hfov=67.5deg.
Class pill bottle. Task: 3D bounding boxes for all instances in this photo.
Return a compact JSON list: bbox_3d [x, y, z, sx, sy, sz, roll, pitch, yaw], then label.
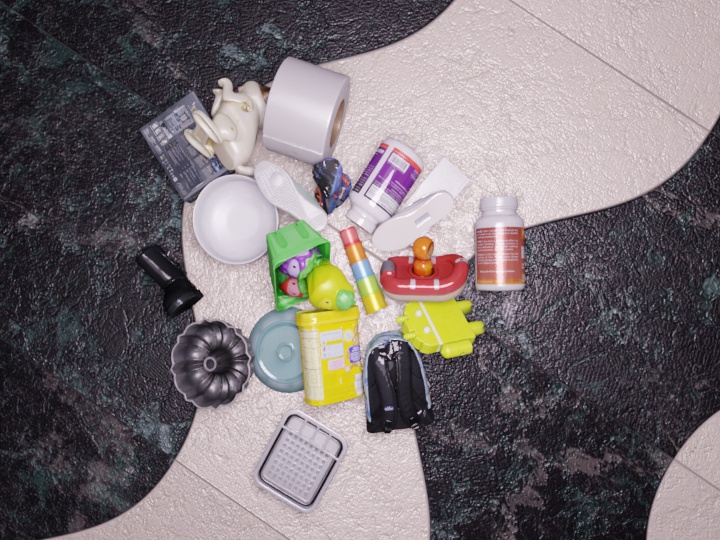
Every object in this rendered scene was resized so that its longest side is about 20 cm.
[{"bbox_3d":[0.049,-0.187,1.214,0.111,0.112,0.202,34,92,1],"label":"pill bottle"},{"bbox_3d":[0.311,-0.059,1.206,0.109,0.112,0.205,-1,91,2],"label":"pill bottle"}]

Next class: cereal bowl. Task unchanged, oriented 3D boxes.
[{"bbox_3d":[-0.278,-0.113,1.240,0.195,0.083,0.205,0,90,2],"label":"cereal bowl"}]

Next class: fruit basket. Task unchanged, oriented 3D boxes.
[{"bbox_3d":[-0.110,0.022,1.160,0.153,0.215,0.219,-23,89,-19],"label":"fruit basket"}]

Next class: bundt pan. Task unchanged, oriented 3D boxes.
[{"bbox_3d":[-0.328,0.210,1.237,0.197,0.076,0.207,-1,87,13],"label":"bundt pan"}]

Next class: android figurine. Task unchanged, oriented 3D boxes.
[{"bbox_3d":[0.173,0.115,1.195,0.196,0.041,0.184,-5,49,-21],"label":"android figurine"}]

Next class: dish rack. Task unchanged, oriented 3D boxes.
[{"bbox_3d":[-0.138,0.439,1.258,0.170,0.044,0.203,29,91,1],"label":"dish rack"}]

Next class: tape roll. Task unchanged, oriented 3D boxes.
[{"bbox_3d":[-0.114,-0.341,1.175,0.136,0.203,0.207,17,91,1],"label":"tape roll"}]

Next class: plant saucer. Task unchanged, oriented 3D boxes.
[{"bbox_3d":[-0.172,0.188,1.262,0.195,0.036,0.205,0,90,1],"label":"plant saucer"}]

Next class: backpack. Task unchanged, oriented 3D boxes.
[{"bbox_3d":[0.073,0.239,1.211,0.160,0.154,0.204,-11,111,5],"label":"backpack"}]

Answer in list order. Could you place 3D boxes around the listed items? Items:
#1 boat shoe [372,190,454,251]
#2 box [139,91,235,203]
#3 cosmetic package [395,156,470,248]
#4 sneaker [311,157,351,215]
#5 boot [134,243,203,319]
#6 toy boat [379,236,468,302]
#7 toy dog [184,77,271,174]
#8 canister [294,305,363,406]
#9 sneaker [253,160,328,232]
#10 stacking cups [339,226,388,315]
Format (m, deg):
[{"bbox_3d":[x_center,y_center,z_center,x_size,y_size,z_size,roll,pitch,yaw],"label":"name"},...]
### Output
[{"bbox_3d":[0.113,-0.114,1.184,0.199,0.069,0.072,-38,102,14],"label":"boat shoe"},{"bbox_3d":[-0.394,-0.286,1.259,0.156,0.051,0.202,-34,89,2],"label":"box"},{"bbox_3d":[0.156,-0.154,1.241,0.082,0.051,0.201,41,92,3],"label":"cosmetic package"},{"bbox_3d":[-0.058,-0.195,1.184,0.078,0.200,0.076,-33,81,-13],"label":"sneaker"},{"bbox_3d":[-0.432,0.018,1.194,0.073,0.198,0.163,-41,95,-1],"label":"boot"},{"bbox_3d":[0.141,-0.013,1.190,0.195,0.131,0.133,0,122,1],"label":"toy boat"},{"bbox_3d":[-0.258,-0.334,1.190,0.193,0.139,0.201,39,65,-7],"label":"toy dog"},{"bbox_3d":[-0.066,0.188,1.215,0.146,0.086,0.205,-6,92,-30],"label":"canister"},{"bbox_3d":[-0.158,-0.162,1.213,0.200,0.118,0.074,43,90,-9],"label":"sneaker"},{"bbox_3d":[0.000,0.000,1.248,0.060,0.061,0.203,-23,86,2],"label":"stacking cups"}]
